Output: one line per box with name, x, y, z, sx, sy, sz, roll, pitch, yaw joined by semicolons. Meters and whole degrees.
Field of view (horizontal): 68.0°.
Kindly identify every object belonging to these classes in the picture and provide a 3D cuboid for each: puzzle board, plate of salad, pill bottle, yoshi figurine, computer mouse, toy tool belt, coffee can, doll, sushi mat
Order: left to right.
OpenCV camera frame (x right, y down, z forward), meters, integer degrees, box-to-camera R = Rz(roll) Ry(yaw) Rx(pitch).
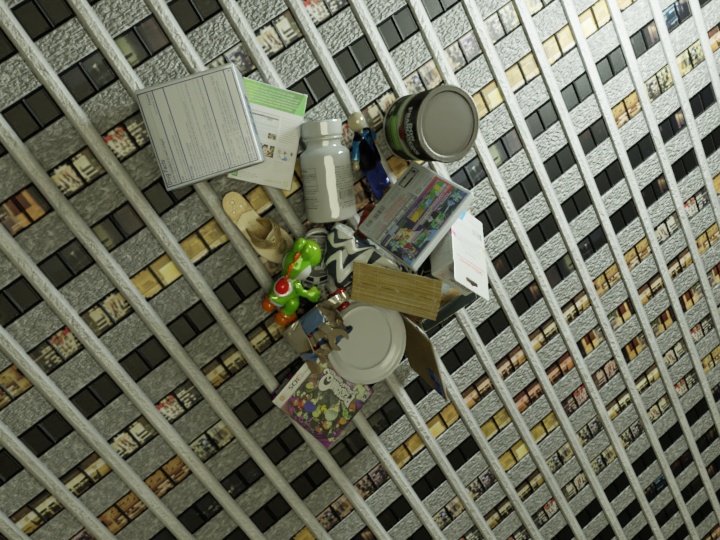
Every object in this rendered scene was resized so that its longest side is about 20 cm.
yoshi figurine;-0.137;0.013;1.154;0.109;0.114;0.203;15;123;-22
computer mouse;-0.101;0.001;1.220;0.106;0.044;0.208;1;105;-17
pill bottle;-0.073;-0.214;1.144;0.110;0.114;0.208;-10;104;-16
toy tool belt;-0.072;0.137;1.171;0.198;0.124;0.125;-37;86;31
plate of salad;0.012;0.159;1.236;0.193;0.048;0.208;-4;76;15
doll;0.019;-0.254;1.176;0.203;0.047;0.138;62;39;-34
sushi mat;0.073;0.042;1.115;0.193;0.012;0.099;13;118;9
puzzle board;0.144;0.198;1.257;0.017;0.150;0.204;-32;128;-16
coffee can;0.146;-0.311;1.153;0.141;0.200;0.152;-4;103;-17

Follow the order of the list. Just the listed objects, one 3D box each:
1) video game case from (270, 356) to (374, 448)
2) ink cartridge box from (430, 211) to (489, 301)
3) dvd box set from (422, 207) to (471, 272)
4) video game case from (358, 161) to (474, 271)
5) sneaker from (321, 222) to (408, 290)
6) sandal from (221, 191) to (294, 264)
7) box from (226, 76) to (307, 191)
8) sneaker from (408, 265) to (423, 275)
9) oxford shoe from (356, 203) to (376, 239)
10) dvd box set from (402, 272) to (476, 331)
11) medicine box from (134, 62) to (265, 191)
video game case;-0.089;0.298;1.287;0.182;0.036;0.200;-47;111;-5
ink cartridge box;0.206;-0.031;1.124;0.113;0.067;0.206;28;49;-31
dvd box set;0.199;-0.087;1.236;0.196;0.029;0.152;-11;84;-42
video game case;0.114;-0.121;1.132;0.201;0.181;0.023;-49;142;-6
sneaker;0.000;0.000;1.172;0.194;0.080;0.132;27;109;-5
sandal;-0.214;-0.082;1.147;0.078;0.069;0.211;-47;111;-4
box;-0.198;-0.284;1.130;0.139;0.036;0.207;9;99;-20
sneaker;0.122;-0.040;1.275;0.074;0.116;0.203;27;57;0
oxford shoe;0.036;-0.054;1.250;0.071;0.070;0.208;-11;110;-36
dvd box set;0.161;0.063;1.237;0.144;0.200;0.030;-31;110;-8
medicine box;-0.305;-0.274;1.035;0.193;0.103;0.188;-17;102;-3
